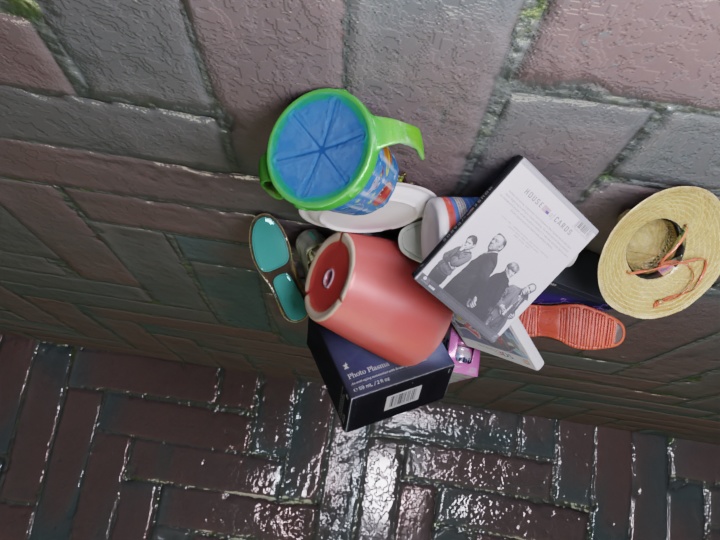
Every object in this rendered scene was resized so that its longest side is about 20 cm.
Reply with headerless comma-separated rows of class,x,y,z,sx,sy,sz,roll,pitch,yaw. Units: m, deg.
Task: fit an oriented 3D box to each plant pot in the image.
plant pot,0.021,0.034,1.099,0.176,0.202,0.200,19,160,-30

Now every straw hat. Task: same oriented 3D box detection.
straw hat,0.385,-0.036,0.941,0.200,0.202,0.085,16,-156,-23

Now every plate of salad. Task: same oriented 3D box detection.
plate of salad,0.011,-0.097,0.995,0.198,0.048,0.200,-3,165,-1

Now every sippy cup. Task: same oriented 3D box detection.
sippy cup,-0.021,-0.124,0.821,0.177,0.141,0.130,26,-178,26

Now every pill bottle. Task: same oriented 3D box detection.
pill bottle,0.190,-0.044,0.957,0.198,0.113,0.112,-1,164,-8

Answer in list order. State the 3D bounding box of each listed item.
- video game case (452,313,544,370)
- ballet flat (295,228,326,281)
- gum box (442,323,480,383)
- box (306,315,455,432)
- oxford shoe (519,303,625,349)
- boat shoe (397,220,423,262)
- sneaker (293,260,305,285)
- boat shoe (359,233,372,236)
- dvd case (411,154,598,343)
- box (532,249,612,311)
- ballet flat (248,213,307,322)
video game case,0.195,0.071,1.163,0.182,0.023,0.201,15,144,57
ballet flat,-0.065,0.019,1.247,0.064,0.067,0.201,39,153,48
gum box,0.173,0.154,1.373,0.066,0.114,0.200,12,164,-10
box,0.029,0.147,1.251,0.199,0.199,0.124,-16,143,-19
oxford shoe,0.336,0.086,1.170,0.198,0.072,0.072,10,-178,16
boat shoe,0.146,-0.034,1.074,0.198,0.076,0.060,7,171,-14
sneaker,-0.072,0.000,1.332,0.199,0.071,0.073,-5,174,-43
boat shoe,0.005,0.000,1.257,0.074,0.087,0.202,6,162,9
dvd case,0.184,-0.022,0.891,0.150,0.200,0.025,38,-170,-20
box,0.316,0.012,1.162,0.199,0.080,0.141,18,158,-27
ballet flat,-0.143,-0.005,1.220,0.070,0.201,0.071,-19,-165,5
